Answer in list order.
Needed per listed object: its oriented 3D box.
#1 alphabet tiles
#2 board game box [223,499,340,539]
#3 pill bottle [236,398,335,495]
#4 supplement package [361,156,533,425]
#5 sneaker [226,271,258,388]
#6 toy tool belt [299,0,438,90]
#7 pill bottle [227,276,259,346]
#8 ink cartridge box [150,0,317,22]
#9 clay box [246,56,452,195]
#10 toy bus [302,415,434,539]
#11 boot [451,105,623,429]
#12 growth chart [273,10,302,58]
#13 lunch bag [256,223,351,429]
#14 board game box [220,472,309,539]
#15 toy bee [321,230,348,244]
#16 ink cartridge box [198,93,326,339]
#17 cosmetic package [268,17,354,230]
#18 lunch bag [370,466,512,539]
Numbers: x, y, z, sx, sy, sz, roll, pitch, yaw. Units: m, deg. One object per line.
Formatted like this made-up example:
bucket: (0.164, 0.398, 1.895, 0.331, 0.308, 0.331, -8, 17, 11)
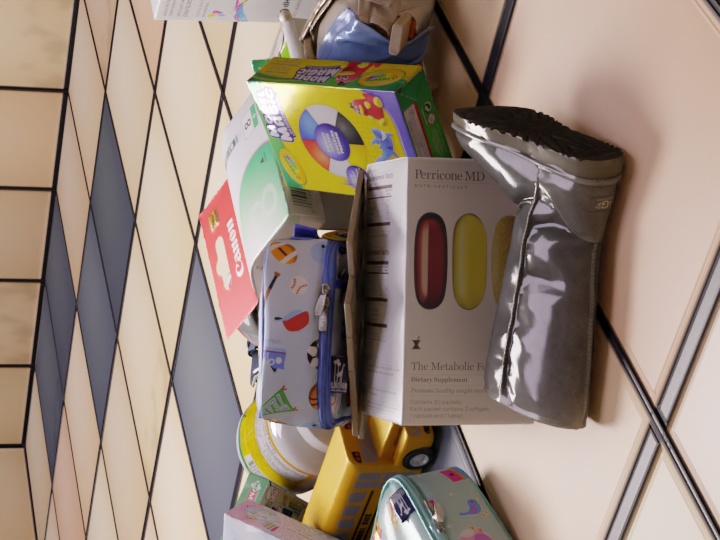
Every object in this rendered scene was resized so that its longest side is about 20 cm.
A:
alphabet tiles: (0.001, 0.029, 1.424, 0.167, 0.006, 0.202, -82, -9, -53)
board game box: (-0.044, 0.339, 1.624, 0.198, 0.043, 0.202, 18, 115, 31)
pill bottle: (-0.047, 0.151, 1.722, 0.200, 0.112, 0.114, 138, 130, -67)
supplement package: (0.068, 0.016, 1.370, 0.109, 0.113, 0.202, -178, 89, -73)
sneaker: (-0.103, 0.069, 1.957, 0.202, 0.076, 0.148, 158, 115, -69)
toy tool belt: (0.006, -0.179, 1.564, 0.201, 0.124, 0.124, 111, 162, -48)
pill bottle: (-0.059, 0.030, 1.760, 0.200, 0.113, 0.115, -175, 87, -72)
ink cartridge box: (-0.111, -0.332, 1.810, 0.145, 0.198, 0.085, 117, 145, -54)
clay box: (-0.018, -0.124, 1.528, 0.199, 0.048, 0.116, 8, 131, 40)
toy bus: (0.007, 0.190, 1.607, 0.201, 0.077, 0.065, 109, 155, -43)
boot: (0.118, -0.007, 1.275, 0.182, 0.072, 0.202, 37, 130, 53)
growth chart: (-0.086, -0.148, 1.779, 0.145, 0.018, 0.201, -111, 32, -48)
lunch bag: (-0.036, 0.046, 1.443, 0.200, 0.075, 0.162, 24, -111, -83)
board game box: (-0.107, 0.314, 1.733, 0.029, 0.134, 0.202, 15, 76, 34)
toy bee: (0.000, 0.000, 1.594, 0.200, 0.108, 0.132, 174, 95, -72)
ink cartridge box: (-0.114, -0.056, 1.701, 0.200, 0.050, 0.162, -47, 45, 38)
cosmetic package: (-0.045, -0.150, 1.795, 0.104, 0.072, 0.202, 116, 150, -50)
lunch bag: (0.061, 0.271, 1.427, 0.161, 0.076, 0.202, -120, 35, -51)
